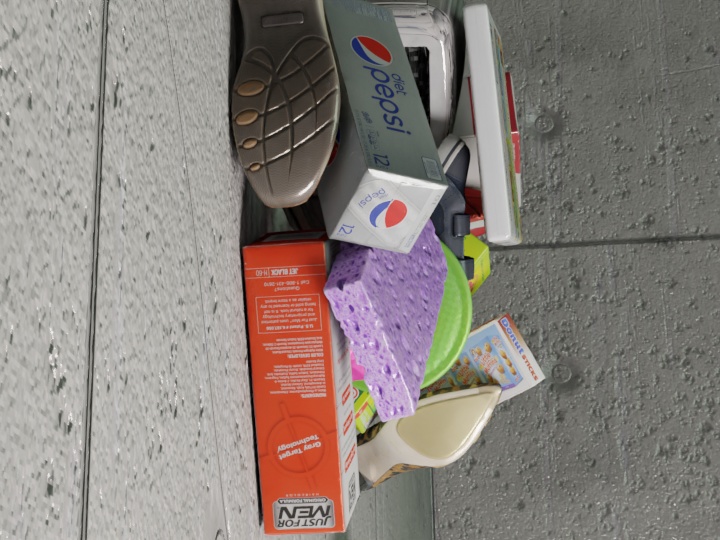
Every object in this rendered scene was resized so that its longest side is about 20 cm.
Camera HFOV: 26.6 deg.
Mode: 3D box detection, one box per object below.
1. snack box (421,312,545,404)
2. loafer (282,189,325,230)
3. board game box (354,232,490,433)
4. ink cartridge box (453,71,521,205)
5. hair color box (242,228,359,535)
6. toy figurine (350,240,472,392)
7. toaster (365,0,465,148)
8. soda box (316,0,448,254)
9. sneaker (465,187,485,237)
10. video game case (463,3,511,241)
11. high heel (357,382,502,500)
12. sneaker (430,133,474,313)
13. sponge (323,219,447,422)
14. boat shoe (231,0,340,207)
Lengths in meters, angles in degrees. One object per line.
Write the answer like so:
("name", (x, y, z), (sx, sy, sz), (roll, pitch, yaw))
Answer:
("snack box", (0.088, 0.110, 1.468), (0.024, 0.200, 0.072), (-26, 86, -44))
("loafer", (-0.029, -0.114, 1.176), (0.063, 0.071, 0.201), (-39, -128, 51))
("board game box", (0.042, 0.054, 1.423), (0.200, 0.048, 0.102), (-51, 167, -7))
("ink cartridge box", (0.067, -0.127, 1.612), (0.147, 0.198, 0.083), (79, 6, -60))
("hair color box", (-0.040, 0.076, 1.078), (0.102, 0.061, 0.202), (-47, 133, -81))
("toy figurine", (-0.009, 0.015, 1.224), (0.201, 0.149, 0.184), (66, 15, 2))
("toaster", (0.036, -0.184, 1.379), (0.129, 0.113, 0.201), (-79, 170, -56))
("soda box", (0.001, -0.108, 1.075), (0.068, 0.063, 0.201), (-60, -149, 37))
("sneaker", (0.051, -0.017, 1.575), (0.078, 0.199, 0.116), (-127, -144, -49))
("video game case", (0.120, -0.125, 1.373), (0.182, 0.023, 0.202), (1, 83, -81))
("high heel", (0.055, 0.152, 1.474), (0.072, 0.199, 0.143), (55, 11, -3))
("sneaker", (0.068, -0.015, 1.337), (0.078, 0.079, 0.201), (-28, 141, -77))
("sponge", (0.023, 0.005, 1.103), (0.200, 0.030, 0.112), (-73, 143, -58))
("boat shoe", (-0.049, -0.135, 1.048), (0.072, 0.075, 0.201), (77, 12, -72))
